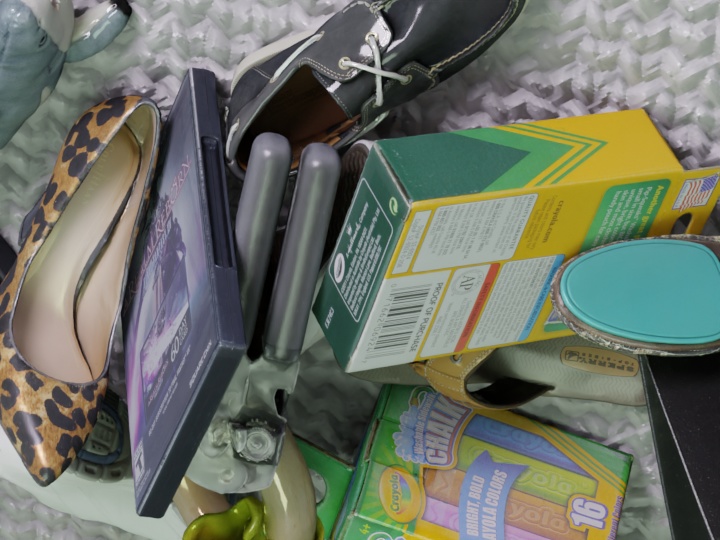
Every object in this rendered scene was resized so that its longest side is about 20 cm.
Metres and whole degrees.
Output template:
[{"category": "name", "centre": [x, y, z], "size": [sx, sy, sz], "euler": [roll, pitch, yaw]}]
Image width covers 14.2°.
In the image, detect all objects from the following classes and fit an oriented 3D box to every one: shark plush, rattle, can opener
[{"category": "shark plush", "centre": [-0.210, -0.096, 1.566], "size": [0.091, 0.083, 0.200], "euler": [35, 130, -15]}, {"category": "rattle", "centre": [-0.117, 0.099, 1.623], "size": [0.142, 0.130, 0.201], "euler": [-25, 103, -17]}, {"category": "can opener", "centre": [-0.054, 0.022, 1.537], "size": [0.053, 0.067, 0.201], "euler": [11, 105, -7]}]

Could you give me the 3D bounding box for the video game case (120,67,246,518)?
[{"category": "video game case", "centre": [-0.099, 0.011, 1.553], "size": [0.019, 0.201, 0.143], "euler": [9, 135, -20]}]

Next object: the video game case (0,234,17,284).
[{"category": "video game case", "centre": [-0.278, 0.021, 1.727], "size": [0.180, 0.026, 0.200], "euler": [-17, 124, 27]}]

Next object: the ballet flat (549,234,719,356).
[{"category": "ballet flat", "centre": [0.197, 0.013, 1.532], "size": [0.199, 0.068, 0.075], "euler": [-10, 161, -4]}]

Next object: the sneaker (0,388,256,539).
[{"category": "sneaker", "centre": [-0.142, 0.121, 1.729], "size": [0.087, 0.075, 0.200], "euler": [-19, 142, 40]}]

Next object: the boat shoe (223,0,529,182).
[{"category": "boat shoe", "centre": [0.009, -0.106, 1.509], "size": [0.200, 0.068, 0.072], "euler": [-29, 116, 32]}]

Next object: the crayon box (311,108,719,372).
[{"category": "crayon box", "centre": [0.084, -0.018, 1.526], "size": [0.199, 0.052, 0.126], "euler": [-7, 139, -28]}]

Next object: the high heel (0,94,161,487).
[{"category": "high heel", "centre": [-0.149, 0.005, 1.562], "size": [0.071, 0.201, 0.143], "euler": [17, 138, -24]}]

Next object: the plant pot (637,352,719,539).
[{"category": "plant pot", "centre": [0.265, 0.137, 1.564], "size": [0.177, 0.200, 0.201], "euler": [-15, 127, 1]}]

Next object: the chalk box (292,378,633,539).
[{"category": "chalk box", "centre": [0.041, 0.155, 1.684], "size": [0.199, 0.124, 0.125], "euler": [18, 133, -1]}]

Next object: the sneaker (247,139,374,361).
[{"category": "sneaker", "centre": [0.000, 0.000, 1.600], "size": [0.084, 0.073, 0.200], "euler": [6, 151, -27]}]

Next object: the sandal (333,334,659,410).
[{"category": "sandal", "centre": [0.080, 0.052, 1.631], "size": [0.199, 0.055, 0.082], "euler": [10, 132, 7]}]
